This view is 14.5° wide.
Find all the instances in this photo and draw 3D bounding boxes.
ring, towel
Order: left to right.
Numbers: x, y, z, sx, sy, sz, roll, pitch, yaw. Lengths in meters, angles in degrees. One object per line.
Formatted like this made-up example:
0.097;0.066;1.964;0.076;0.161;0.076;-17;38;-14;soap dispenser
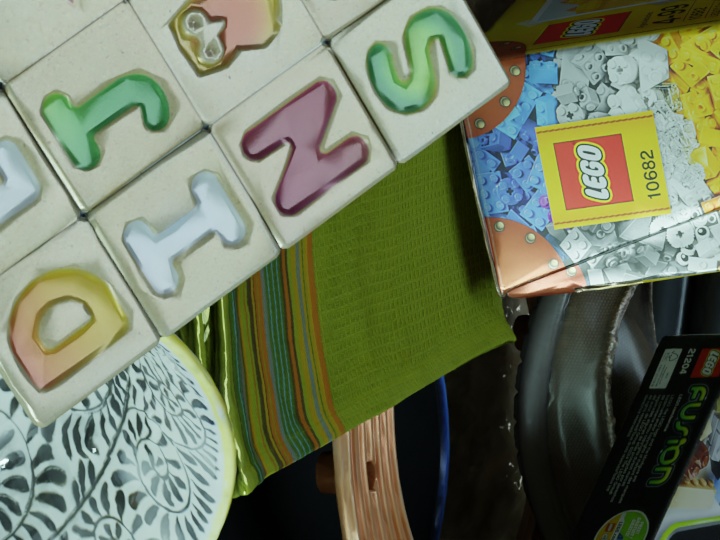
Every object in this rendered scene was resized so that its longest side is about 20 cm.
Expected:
0.000;0.000;0.785;0.200;0.018;0.087;-23;111;-65;towel
0.029;0.040;0.892;0.200;0.019;0.202;0;90;-66;ring

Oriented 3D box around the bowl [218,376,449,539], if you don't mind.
-0.045;0.058;0.859;0.200;0.039;0.202;-3;93;-47;bowl

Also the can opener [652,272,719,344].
0.139;0.008;1.047;0.066;0.052;0.201;24;74;-46;can opener

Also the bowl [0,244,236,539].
-0.136;0.025;0.689;0.200;0.200;0.094;33;32;-43;bowl

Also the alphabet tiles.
-0.058;-0.071;0.593;0.200;0.006;0.167;-36;110;-15;alphabet tiles

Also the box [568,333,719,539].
0.094;0.131;0.854;0.110;0.035;0.200;48;56;-33;box

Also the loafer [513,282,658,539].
0.101;0.081;0.941;0.073;0.071;0.201;-50;135;-57;loafer

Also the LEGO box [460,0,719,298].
0.127;-0.064;0.910;0.200;0.148;0.078;-50;130;-67;LEGO box
